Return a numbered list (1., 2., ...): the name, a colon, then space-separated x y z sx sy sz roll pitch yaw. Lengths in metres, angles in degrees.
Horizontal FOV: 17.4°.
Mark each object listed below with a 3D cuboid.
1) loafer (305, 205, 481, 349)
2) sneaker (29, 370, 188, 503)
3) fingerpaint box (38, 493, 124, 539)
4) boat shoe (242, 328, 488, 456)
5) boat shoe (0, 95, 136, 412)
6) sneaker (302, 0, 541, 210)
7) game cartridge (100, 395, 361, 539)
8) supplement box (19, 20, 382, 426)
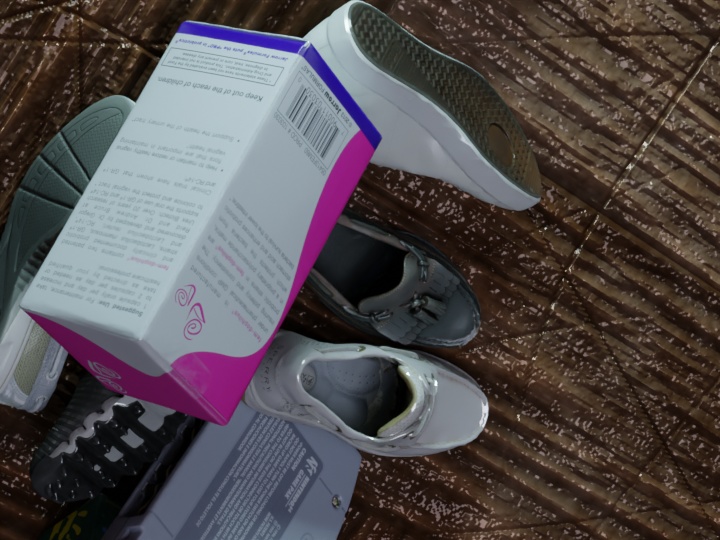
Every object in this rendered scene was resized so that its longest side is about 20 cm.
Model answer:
1. loafer: 0.000 0.000 1.467 0.199 0.063 0.072 32 97 -26
2. sneaker: -0.136 0.052 1.428 0.200 0.090 0.067 -47 144 -6
3. fingerpaint box: -0.115 0.261 1.466 0.199 0.168 0.073 33 132 -26
4. boat shoe: 0.016 0.083 1.479 0.199 0.069 0.071 12 89 -40
5. boat shoe: -0.175 -0.009 1.401 0.064 0.074 0.203 22 99 -37
6. sneaker: 0.029 -0.091 1.453 0.084 0.073 0.200 -29 131 32
7. game cartridge: -0.076 0.154 1.454 0.134 0.040 0.200 52 48 -22
8. supplement box: -0.089 -0.028 1.341 0.101 0.103 0.201 50 60 -47
